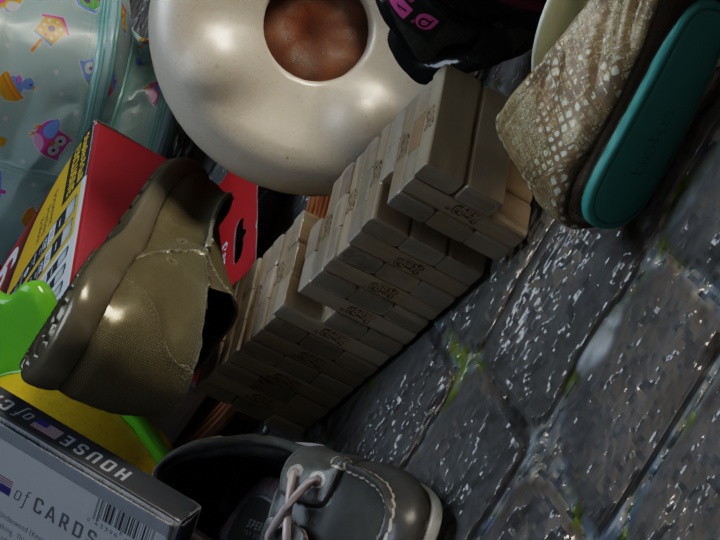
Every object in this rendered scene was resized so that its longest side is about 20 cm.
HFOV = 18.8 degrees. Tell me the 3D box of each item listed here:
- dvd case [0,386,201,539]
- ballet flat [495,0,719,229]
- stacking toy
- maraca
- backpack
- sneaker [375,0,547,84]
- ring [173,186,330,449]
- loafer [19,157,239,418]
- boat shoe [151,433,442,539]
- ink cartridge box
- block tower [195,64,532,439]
[{"bbox_3d":[-0.158,0.143,0.919,0.025,0.150,0.200,-37,-28,-57],"label":"dvd case"},{"bbox_3d":[0.105,-0.109,0.726,0.065,0.070,0.200,41,105,33],"label":"ballet flat"},{"bbox_3d":[-0.031,-0.104,1.027,0.146,0.146,0.200,-65,8,-4],"label":"stacking toy"},{"bbox_3d":[-0.144,0.096,0.978,0.137,0.200,0.107,-36,-10,25],"label":"maraca"},{"bbox_3d":[-0.191,-0.100,1.367,0.176,0.153,0.200,-91,8,-58],"label":"backpack"},{"bbox_3d":[0.049,-0.117,0.815,0.084,0.077,0.200,-36,-14,-13],"label":"sneaker"},{"bbox_3d":[-0.053,0.006,1.086,0.200,0.019,0.201,-51,22,30],"label":"ring"},{"bbox_3d":[-0.089,0.013,0.938,0.076,0.067,0.200,-51,6,25],"label":"loafer"},{"bbox_3d":[-0.033,0.098,0.846,0.067,0.057,0.200,-67,19,-11],"label":"boat shoe"},{"bbox_3d":[-0.128,0.018,1.110,0.176,0.084,0.200,-54,19,25],"label":"ink cartridge box"},{"bbox_3d":[0.000,0.000,0.897,0.200,0.054,0.058,-43,26,47],"label":"block tower"}]
